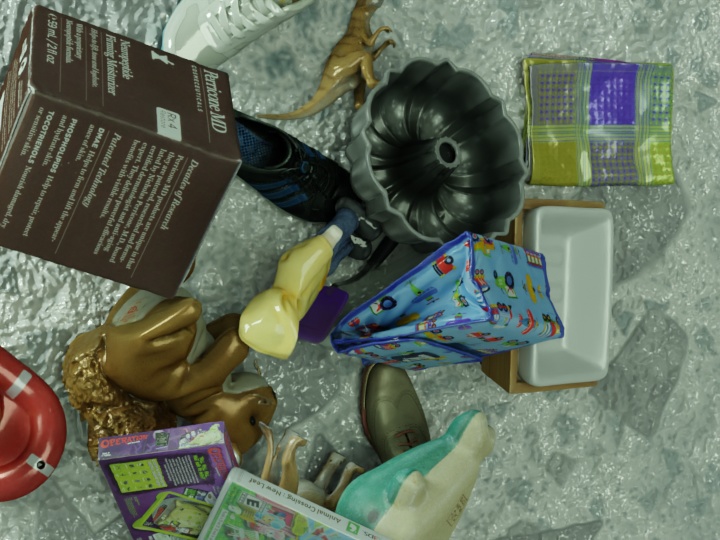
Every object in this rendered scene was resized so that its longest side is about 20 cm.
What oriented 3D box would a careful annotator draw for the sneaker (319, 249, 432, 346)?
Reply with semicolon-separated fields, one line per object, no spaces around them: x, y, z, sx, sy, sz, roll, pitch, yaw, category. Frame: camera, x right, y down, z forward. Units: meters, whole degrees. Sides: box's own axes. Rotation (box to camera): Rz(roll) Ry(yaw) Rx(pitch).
0.042;0.038;1.612;0.198;0.076;0.081;-25;127;-11;sneaker

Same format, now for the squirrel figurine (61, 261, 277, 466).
-0.183;0.117;1.508;0.199;0.142;0.187;-35;116;-2;squirrel figurine

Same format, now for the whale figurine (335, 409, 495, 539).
0.051;0.216;1.526;0.103;0.159;0.201;34;82;25;whale figurine

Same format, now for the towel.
0.265;-0.165;1.713;0.198;0.023;0.145;1;92;-22;towel

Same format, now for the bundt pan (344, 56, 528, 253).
0.067;-0.107;1.547;0.200;0.076;0.204;11;69;-31;bundt pan

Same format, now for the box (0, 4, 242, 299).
-0.234;-0.109;1.410;0.198;0.167;0.165;17;121;-22;box

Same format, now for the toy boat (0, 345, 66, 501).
-0.361;0.130;1.420;0.200;0.131;0.131;40;79;-18;toy boat

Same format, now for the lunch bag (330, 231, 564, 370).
0.075;0.048;1.529;0.150;0.199;0.095;13;58;-53;lunch bag

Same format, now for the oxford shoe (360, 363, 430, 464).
0.052;0.188;1.618;0.070;0.075;0.202;-18;99;-19;oxford shoe

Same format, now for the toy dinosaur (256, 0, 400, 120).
-0.016;-0.200;1.590;0.106;0.060;0.201;31;71;-2;toy dinosaur

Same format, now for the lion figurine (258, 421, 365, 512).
-0.062;0.234;1.553;0.199;0.072;0.123;34;83;-43;lion figurine

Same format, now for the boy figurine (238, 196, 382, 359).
-0.050;0.007;1.501;0.064;0.125;0.200;33;44;4;boy figurine

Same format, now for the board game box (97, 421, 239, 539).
-0.170;0.214;1.468;0.119;0.201;0.033;-4;52;3;board game box

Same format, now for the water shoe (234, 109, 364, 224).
-0.076;-0.100;1.549;0.199;0.079;0.072;24;84;-21;water shoe

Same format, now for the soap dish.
0.197;0.025;1.641;0.156;0.081;0.203;-1;94;-46;soap dish

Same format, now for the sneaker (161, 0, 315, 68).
-0.112;-0.265;1.526;0.200;0.081;0.077;-39;107;-14;sneaker

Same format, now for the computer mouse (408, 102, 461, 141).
0.092;-0.090;1.647;0.058;0.034;0.202;-23;108;-14;computer mouse

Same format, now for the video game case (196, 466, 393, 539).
-0.069;0.283;1.479;0.181;0.201;0.022;25;46;-2;video game case

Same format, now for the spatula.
0.000;0.000;1.597;0.200;0.056;0.021;-46;126;-28;spatula
